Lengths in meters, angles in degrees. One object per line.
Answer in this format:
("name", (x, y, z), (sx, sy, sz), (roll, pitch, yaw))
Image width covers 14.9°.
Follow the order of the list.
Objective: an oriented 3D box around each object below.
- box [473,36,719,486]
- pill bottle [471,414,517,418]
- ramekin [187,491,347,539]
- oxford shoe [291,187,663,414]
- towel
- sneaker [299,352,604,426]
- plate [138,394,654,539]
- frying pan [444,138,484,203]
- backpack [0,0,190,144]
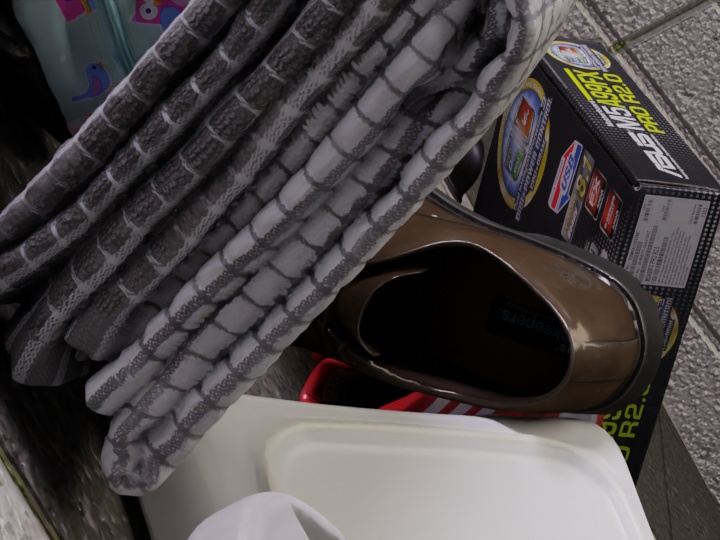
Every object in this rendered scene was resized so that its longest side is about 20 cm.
("box", (0.090, 0.017, 1.231), (0.160, 0.044, 0.201), (-119, -141, -58))
("pill bottle", (0.052, 0.159, 0.947), (0.201, 0.104, 0.104), (66, 9, 19))
("ramekin", (-0.016, 0.157, 0.596), (0.203, 0.094, 0.203), (59, 10, -17))
("oxford shoe", (0.000, 0.000, 0.944), (0.084, 0.199, 0.073), (-6, 107, -66))
("towel", (-0.019, -0.049, 0.806), (0.086, 0.200, 0.166), (42, 21, -3))
("sneaker", (0.019, 0.048, 1.184), (0.200, 0.115, 0.079), (144, -52, -65))
("plate", (0.037, 0.117, 0.849), (0.199, 0.032, 0.200), (6, 50, -34))
("frying pan", (0.012, -0.120, 1.256), (0.115, 0.031, 0.191), (-84, 150, -79))
("backpack", (-0.095, -0.146, 0.933), (0.167, 0.126, 0.201), (47, 21, -71))
